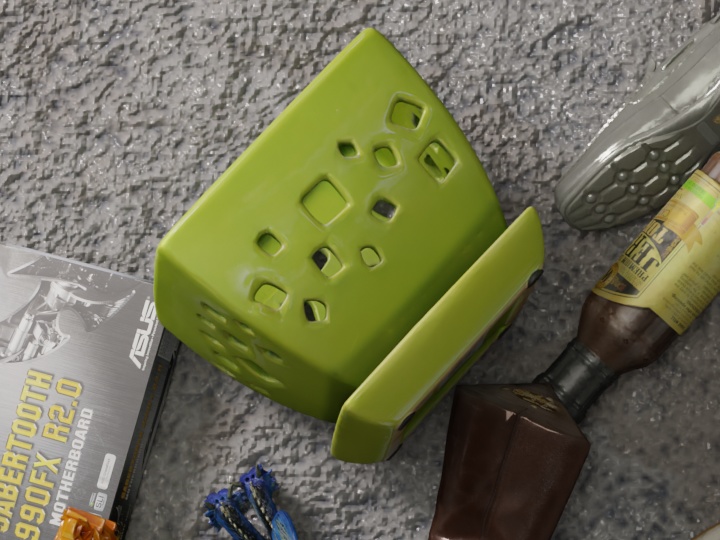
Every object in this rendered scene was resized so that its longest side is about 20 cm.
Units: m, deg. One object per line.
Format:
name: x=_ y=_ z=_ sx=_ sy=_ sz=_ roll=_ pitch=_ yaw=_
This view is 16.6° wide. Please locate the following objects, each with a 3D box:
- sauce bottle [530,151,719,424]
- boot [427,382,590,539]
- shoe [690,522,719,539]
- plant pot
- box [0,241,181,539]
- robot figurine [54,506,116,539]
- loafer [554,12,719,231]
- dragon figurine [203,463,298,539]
sauce bottle: x=0.187 y=0.016 z=1.576 sx=0.065 sy=0.065 sz=0.200 roll=41 pitch=91 yaw=16
boot: x=0.118 y=0.180 z=1.541 sx=0.185 sy=0.064 sz=0.201 roll=20 pitch=97 yaw=17
shoe: x=0.286 y=0.175 z=1.532 sx=0.199 sy=0.053 sz=0.070 roll=-13 pitch=77 yaw=9
plant pot: x=0.000 y=0.000 z=1.540 sx=0.181 sy=0.200 sz=0.199 roll=42 pitch=77 yaw=7
box: x=-0.216 y=0.091 z=1.655 sx=0.157 sy=0.048 sz=0.201 roll=15 pitch=83 yaw=13
robot figurine: x=-0.161 y=0.249 z=1.453 sx=0.144 sy=0.058 sz=0.201 roll=16 pitch=83 yaw=17
loafer: x=0.205 y=-0.103 z=1.600 sx=0.200 sy=0.070 sz=0.070 roll=-38 pitch=43 yaw=6
dragon figurine: x=-0.049 y=0.194 z=1.556 sx=0.059 sy=0.200 sz=0.100 roll=-39 pitch=113 yaw=5
